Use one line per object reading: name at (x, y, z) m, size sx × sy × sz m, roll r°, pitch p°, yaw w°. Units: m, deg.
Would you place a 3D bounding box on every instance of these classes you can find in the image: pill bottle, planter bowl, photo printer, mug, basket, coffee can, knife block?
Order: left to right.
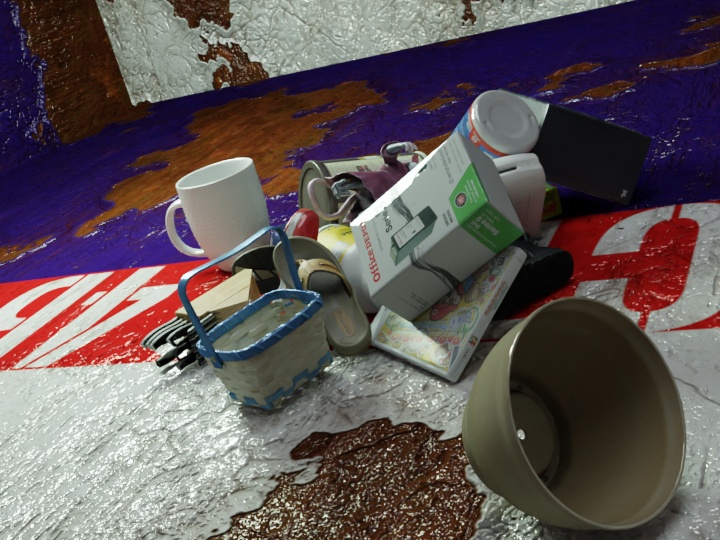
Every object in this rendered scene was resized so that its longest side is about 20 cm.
knife block at (-0.241, 0.079, 1.541) m, size 0.174 × 0.065 × 0.200 m, roll -15°, pitch 20°, yaw 2°
mug at (-0.263, -0.091, 1.835) m, size 0.198 × 0.177 × 0.148 m, roll -11°, pitch 20°, yaw 16°
basket at (-0.135, 0.065, 1.293) m, size 0.176 × 0.202 × 0.138 m, roll -31°, pitch 25°, yaw -36°
pill bottle at (0.000, 0.000, 1.488) m, size 0.111 × 0.112 × 0.200 m, roll -25°, pitch 23°, yaw -22°
coffee can at (0.013, -0.115, 1.657) m, size 0.198 × 0.148 × 0.146 m, roll -7°, pitch 16°, yaw -22°
pill bottle at (0.182, -0.173, 1.542) m, size 0.112 × 0.113 × 0.200 m, roll -31°, pitch -14°, yaw -34°
photo printer at (0.191, -0.096, 1.488) m, size 0.165 × 0.070 × 0.200 m, roll -18°, pitch -23°, yaw -1°
planter bowl at (0.176, 0.140, 0.914) m, size 0.199 × 0.201 × 0.135 m, roll -31°, pitch -2°, yaw -35°

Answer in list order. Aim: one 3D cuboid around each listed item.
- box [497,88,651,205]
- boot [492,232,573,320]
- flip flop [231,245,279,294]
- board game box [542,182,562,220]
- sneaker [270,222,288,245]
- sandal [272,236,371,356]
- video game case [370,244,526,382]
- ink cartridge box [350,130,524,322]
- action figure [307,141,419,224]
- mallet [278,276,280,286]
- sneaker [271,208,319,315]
box at (0.325, -0.202, 1.623) m, size 0.195 × 0.119 × 0.200 m, roll 14°, pitch 13°, yaw -20°
boot at (0.181, 0.001, 1.400) m, size 0.197 × 0.074 × 0.162 m, roll -21°, pitch 21°, yaw -26°
flip flop at (-0.124, -0.015, 1.684) m, size 0.199 × 0.082 × 0.057 m, roll -23°, pitch 5°, yaw -26°
board game box at (0.249, -0.124, 1.700) m, size 0.101 × 0.048 × 0.200 m, roll -20°, pitch 21°, yaw -10°
sneaker at (-0.059, -0.077, 1.796) m, size 0.114 × 0.081 × 0.199 m, roll 6°, pitch 37°, yaw 39°
sandal at (-0.051, 0.026, 1.361) m, size 0.080 × 0.054 × 0.201 m, roll -33°, pitch 65°, yaw -4°
video game case at (0.104, 0.037, 1.298) m, size 0.199 × 0.023 × 0.183 m, roll 18°, pitch 75°, yaw 57°
ink cartridge box at (0.093, -0.054, 1.288) m, size 0.200 × 0.084 × 0.147 m, roll -40°, pitch 41°, yaw 22°
action figure at (0.038, -0.122, 1.544) m, size 0.148 × 0.135 × 0.200 m, roll -9°, pitch 20°, yaw 32°
mallet at (-0.056, -0.010, 1.622) m, size 0.041 × 0.067 × 0.199 m, roll 6°, pitch 30°, yaw 44°
sneaker at (-0.059, 0.016, 1.437) m, size 0.114 × 0.202 × 0.078 m, roll 9°, pitch -3°, yaw 29°
